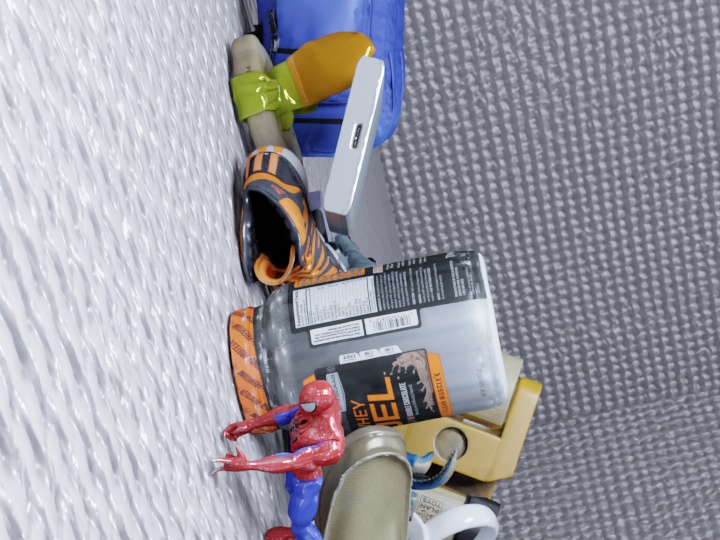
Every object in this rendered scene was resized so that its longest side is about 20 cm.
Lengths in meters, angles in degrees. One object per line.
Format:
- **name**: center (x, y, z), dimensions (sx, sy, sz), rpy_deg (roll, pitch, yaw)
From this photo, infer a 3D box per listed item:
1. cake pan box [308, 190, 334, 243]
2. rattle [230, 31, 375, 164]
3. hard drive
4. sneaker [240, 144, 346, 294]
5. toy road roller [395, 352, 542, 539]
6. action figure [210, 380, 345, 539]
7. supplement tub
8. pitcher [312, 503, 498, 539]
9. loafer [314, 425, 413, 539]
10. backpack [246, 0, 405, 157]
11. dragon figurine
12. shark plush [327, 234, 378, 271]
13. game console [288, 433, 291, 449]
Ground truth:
- **cake pan box**: center (-0.042, 0.039, 1.589), dimensions (0.185, 0.052, 0.202), rpy_deg (-96, 173, -66)
- **rattle**: center (-0.044, -0.149, 1.511), dimensions (0.131, 0.142, 0.201), rpy_deg (58, -3, 38)
- **hard drive**: center (-0.005, -0.105, 1.400), dimensions (0.200, 0.026, 0.134), rpy_deg (97, 6, -87)
- **sneaker**: center (-0.063, 0.002, 1.358), dimensions (0.112, 0.077, 0.202), rpy_deg (-82, 152, -61)
- **toy road roller**: center (0.085, 0.168, 1.478), dimensions (0.146, 0.122, 0.202), rpy_deg (41, 68, -83)
- **action figure**: center (-0.064, 0.143, 1.077), dimensions (0.201, 0.098, 0.066), rpy_deg (105, -19, -44)
- **supplement tub**: center (0.007, 0.060, 1.202), dimensions (0.123, 0.197, 0.124), rpy_deg (-11, 90, -85)
- **pitcher**: center (0.046, 0.272, 1.372), dimensions (0.201, 0.169, 0.122), rpy_deg (71, 4, -54)
- **loafer**: center (0.002, 0.209, 1.172), dimensions (0.067, 0.075, 0.202), rpy_deg (48, -46, 52)
- **backpack**: center (-0.038, -0.214, 1.614), dimensions (0.168, 0.160, 0.203), rpy_deg (-51, 143, -72)
- **dragon figurine**: center (0.001, 0.153, 1.256), dimensions (0.059, 0.099, 0.200), rpy_deg (-69, -164, -11)
- **shark plush**: center (0.000, 0.000, 1.527), dimensions (0.083, 0.091, 0.201), rpy_deg (44, 24, -20)
- **game console**: center (0.006, 0.156, 1.448), dimensions (0.201, 0.117, 0.172), rpy_deg (71, 10, -56)
